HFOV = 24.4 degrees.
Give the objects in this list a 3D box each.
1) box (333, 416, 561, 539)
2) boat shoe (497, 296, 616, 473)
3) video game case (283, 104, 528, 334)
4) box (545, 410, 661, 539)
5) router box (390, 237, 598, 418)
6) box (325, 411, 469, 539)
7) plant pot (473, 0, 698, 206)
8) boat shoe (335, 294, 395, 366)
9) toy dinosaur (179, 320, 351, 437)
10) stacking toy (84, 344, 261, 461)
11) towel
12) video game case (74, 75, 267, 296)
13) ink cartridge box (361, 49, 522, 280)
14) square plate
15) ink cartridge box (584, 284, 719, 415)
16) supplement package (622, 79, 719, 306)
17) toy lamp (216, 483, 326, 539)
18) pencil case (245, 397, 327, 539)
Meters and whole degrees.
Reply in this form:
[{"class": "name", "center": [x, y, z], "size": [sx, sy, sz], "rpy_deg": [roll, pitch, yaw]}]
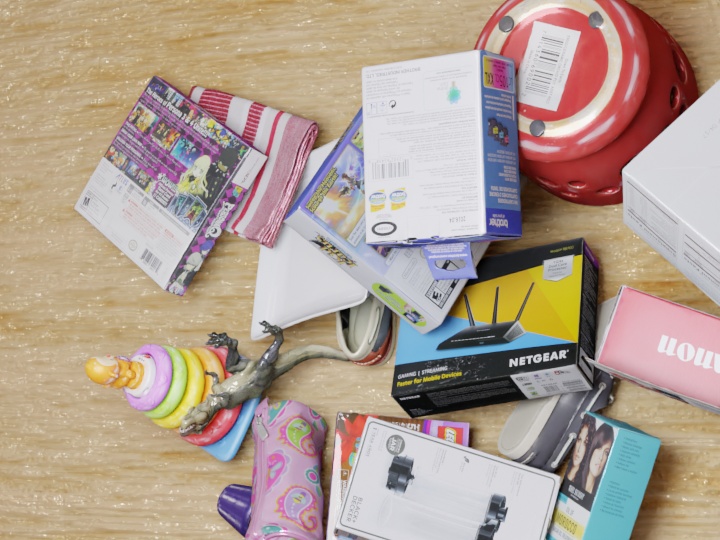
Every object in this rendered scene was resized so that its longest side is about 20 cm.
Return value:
[{"class": "box", "center": [0.084, 0.229, 1.618], "size": [0.198, 0.060, 0.118], "rpy_deg": [16, 75, 1]}, {"class": "boat shoe", "center": [0.217, 0.114, 1.644], "size": [0.201, 0.063, 0.073], "rpy_deg": [-52, 21, 0]}, {"class": "video game case", "center": [0.047, -0.070, 1.651], "size": [0.181, 0.045, 0.201], "rpy_deg": [39, 60, -10]}, {"class": "box", "center": [0.218, 0.241, 1.585], "size": [0.049, 0.082, 0.202], "rpy_deg": [17, 92, -17]}, {"class": "router box", "center": [0.134, 0.058, 1.647], "size": [0.198, 0.051, 0.150], "rpy_deg": [-12, 51, 26]}, {"class": "box", "center": [0.034, 0.247, 1.662], "size": [0.135, 0.039, 0.202], "rpy_deg": [5, 75, -1]}, {"class": "plant pot", "center": [0.215, -0.176, 1.619], "size": [0.199, 0.182, 0.203], "rpy_deg": [-4, 80, 22]}, {"class": "boat shoe", "center": [0.000, 0.000, 1.750], "size": [0.071, 0.062, 0.202], "rpy_deg": [-8, 76, 25]}, {"class": "toy dinosaur", "center": [-0.109, 0.097, 1.715], "size": [0.199, 0.089, 0.047], "rpy_deg": [-25, 35, -14]}, {"class": "stacking toy", "center": [-0.208, 0.118, 1.742], "size": [0.116, 0.199, 0.111], "rpy_deg": [25, 92, 46]}, {"class": "towel", "center": [-0.143, -0.119, 1.833], "size": [0.199, 0.023, 0.145], "rpy_deg": [21, 89, 39]}, {"class": "video game case", "center": [-0.214, -0.096, 1.844], "size": [0.200, 0.036, 0.182], "rpy_deg": [36, 97, 40]}, {"class": "ink cartridge box", "center": [0.074, -0.093, 1.545], "size": [0.136, 0.076, 0.202], "rpy_deg": [-3, 85, 36]}, {"class": "square plate", "center": [-0.039, -0.037, 1.739], "size": [0.197, 0.028, 0.202], "rpy_deg": [-20, 57, 48]}, {"class": "ink cartridge box", "center": [0.326, 0.086, 1.523], "size": [0.199, 0.175, 0.085], "rpy_deg": [19, 89, 25]}, {"class": "supplement package", "center": [0.365, -0.084, 1.538], "size": [0.200, 0.111, 0.156], "rpy_deg": [-42, 66, -10]}, {"class": "toy lamp", "center": [-0.061, 0.276, 1.733], "size": [0.199, 0.058, 0.059], "rpy_deg": [22, 90, 23]}, {"class": "pencil case", "center": [-0.077, 0.221, 1.686], "size": [0.087, 0.088, 0.201], "rpy_deg": [-24, 37, 19]}]
